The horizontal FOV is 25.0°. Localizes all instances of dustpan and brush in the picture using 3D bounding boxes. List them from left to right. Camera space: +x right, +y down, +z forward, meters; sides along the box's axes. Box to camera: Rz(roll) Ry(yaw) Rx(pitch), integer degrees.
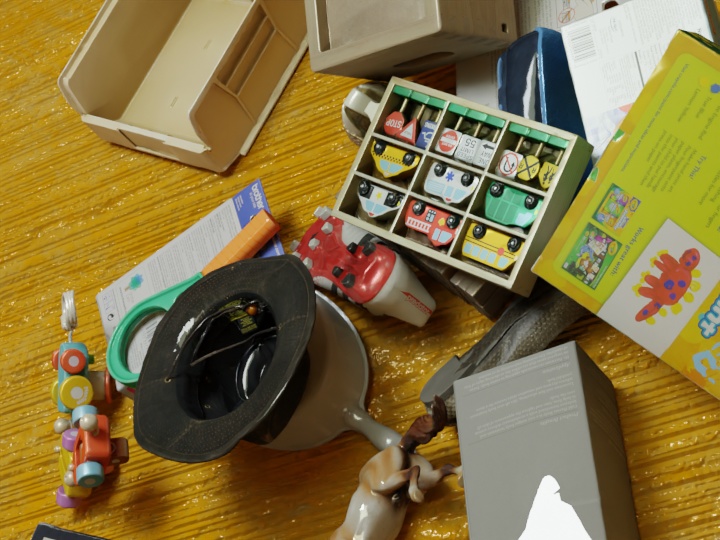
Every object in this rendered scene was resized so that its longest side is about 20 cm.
[{"bbox_3d":[-0.027,0.105,1.333,0.140,0.057,0.200,-55,41,-4],"label":"dustpan and brush"}]

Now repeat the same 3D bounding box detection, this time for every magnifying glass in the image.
[{"bbox_3d":[-0.148,0.024,1.420,0.200,0.022,0.080,-43,47,7],"label":"magnifying glass"}]

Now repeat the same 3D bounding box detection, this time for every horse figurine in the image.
[{"bbox_3d":[0.016,0.187,1.229,0.201,0.050,0.132,-61,20,-4],"label":"horse figurine"}]

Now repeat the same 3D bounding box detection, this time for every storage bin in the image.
[{"bbox_3d":[-0.171,-0.215,1.602,0.199,0.094,0.199,17,71,39],"label":"storage bin"}]

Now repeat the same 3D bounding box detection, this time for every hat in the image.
[{"bbox_3d":[-0.093,0.086,1.302,0.200,0.081,0.201,-24,40,22],"label":"hat"}]

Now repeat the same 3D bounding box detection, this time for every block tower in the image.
[{"bbox_3d":[0.058,-0.030,1.354,0.058,0.054,0.200,-48,46,-3],"label":"block tower"}]

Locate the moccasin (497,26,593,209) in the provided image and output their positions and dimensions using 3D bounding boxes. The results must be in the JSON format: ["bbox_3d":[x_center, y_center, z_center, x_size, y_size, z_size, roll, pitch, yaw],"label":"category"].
[{"bbox_3d":[0.142,-0.090,1.289,0.068,0.080,0.201,-16,64,47],"label":"moccasin"}]

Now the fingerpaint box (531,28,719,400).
[{"bbox_3d":[0.245,-0.040,1.136,0.166,0.073,0.201,34,108,16],"label":"fingerpaint box"}]

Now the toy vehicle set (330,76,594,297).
[{"bbox_3d":[0.075,-0.069,1.262,0.199,0.026,0.125,23,90,42],"label":"toy vehicle set"}]

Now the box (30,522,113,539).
[{"bbox_3d":[-0.185,0.319,1.242,0.198,0.123,0.201,6,63,35],"label":"box"}]

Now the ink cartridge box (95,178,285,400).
[{"bbox_3d":[-0.146,0.019,1.462,0.200,0.042,0.120,-36,47,17],"label":"ink cartridge box"}]

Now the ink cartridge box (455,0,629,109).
[{"bbox_3d":[0.167,-0.177,1.384,0.175,0.045,0.201,-16,54,25],"label":"ink cartridge box"}]

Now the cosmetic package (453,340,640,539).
[{"bbox_3d":[0.135,0.164,1.157,0.106,0.090,0.201,-19,55,23],"label":"cosmetic package"}]

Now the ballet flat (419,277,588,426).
[{"bbox_3d":[0.132,0.052,1.264,0.200,0.046,0.067,-42,16,-4],"label":"ballet flat"}]

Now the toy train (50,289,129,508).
[{"bbox_3d":[-0.232,0.122,1.415,0.151,0.055,0.201,112,154,-44],"label":"toy train"}]

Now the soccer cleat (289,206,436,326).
[{"bbox_3d":[0.000,0.000,1.369,0.069,0.085,0.200,-55,23,-3],"label":"soccer cleat"}]

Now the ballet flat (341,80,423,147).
[{"bbox_3d":[0.024,-0.134,1.409,0.071,0.065,0.200,-59,33,0],"label":"ballet flat"}]

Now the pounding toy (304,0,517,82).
[{"bbox_3d":[0.036,-0.269,1.425,0.199,0.142,0.185,-11,82,45],"label":"pounding toy"}]

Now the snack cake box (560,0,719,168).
[{"bbox_3d":[0.235,-0.106,1.236,0.114,0.067,0.201,-17,73,22],"label":"snack cake box"}]
